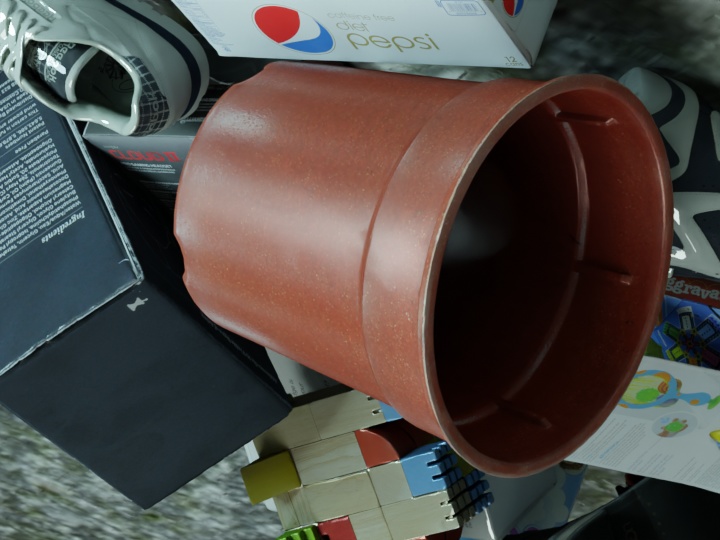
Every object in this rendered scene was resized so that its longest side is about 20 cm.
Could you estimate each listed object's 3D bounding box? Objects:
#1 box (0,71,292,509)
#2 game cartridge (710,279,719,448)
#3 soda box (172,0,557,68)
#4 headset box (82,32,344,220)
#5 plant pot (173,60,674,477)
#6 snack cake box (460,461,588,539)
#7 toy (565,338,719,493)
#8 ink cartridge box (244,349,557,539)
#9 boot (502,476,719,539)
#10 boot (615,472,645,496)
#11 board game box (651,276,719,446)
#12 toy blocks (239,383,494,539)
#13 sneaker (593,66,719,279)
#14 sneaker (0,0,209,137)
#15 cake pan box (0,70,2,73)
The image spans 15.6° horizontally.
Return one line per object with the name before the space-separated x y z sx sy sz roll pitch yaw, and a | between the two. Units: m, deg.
box | -0.164 0.008 1.612 0.200 0.124 0.197 46 -168 -53
game cartridge | 0.220 0.059 1.643 0.133 0.041 0.200 12 156 30
soda box | 0.002 -0.150 1.330 0.199 0.068 0.064 6 153 34
headset box | -0.054 -0.066 1.555 0.148 0.077 0.200 4 153 37
plant pot | 0.022 -0.017 1.334 0.195 0.201 0.201 16 159 38
snack cake box | 0.080 0.192 1.845 0.115 0.201 0.067 19 160 5
toy | 0.158 0.071 1.539 0.199 0.047 0.115 15 139 -19
ink cartridge box | 0.016 0.092 1.761 0.199 0.084 0.146 4 120 38
boot | 0.143 0.178 1.735 0.174 0.199 0.070 -19 90 56
boot | 0.234 0.178 1.850 0.153 0.074 0.203 34 148 -21
board game box | 0.224 0.061 1.577 0.103 0.020 0.200 14 156 14
toy blocks | 0.018 0.144 1.675 0.136 0.100 0.201 -17 95 30
sneaker | 0.158 -0.016 1.437 0.129 0.080 0.199 24 129 -14
sneaker | -0.182 -0.137 1.456 0.199 0.080 0.077 27 120 13
cake pan box | -0.265 -0.077 1.755 0.183 0.052 0.200 11 155 20
